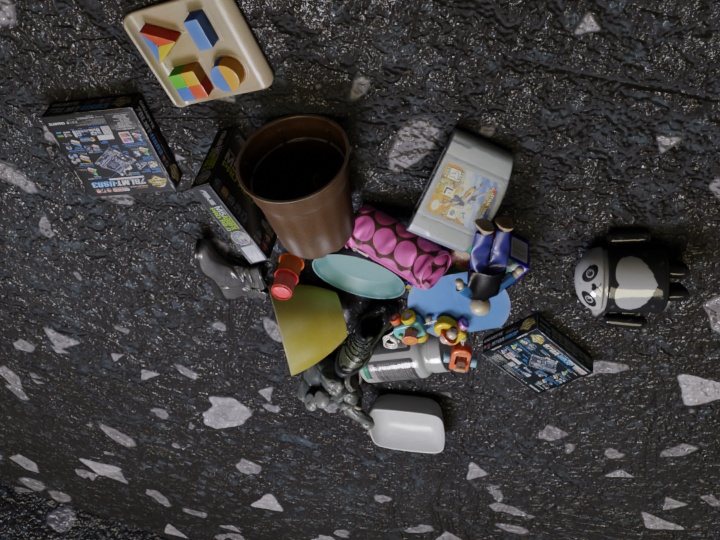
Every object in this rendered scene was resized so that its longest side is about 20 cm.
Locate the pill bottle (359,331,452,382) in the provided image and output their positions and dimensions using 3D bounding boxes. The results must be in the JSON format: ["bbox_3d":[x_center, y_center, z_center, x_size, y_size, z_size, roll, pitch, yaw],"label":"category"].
[{"bbox_3d":[0.101,0.191,1.723,0.198,0.114,0.113,-9,135,25],"label":"pill bottle"}]

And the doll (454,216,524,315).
[{"bbox_3d":[0.233,0.001,1.372,0.135,0.049,0.201,-7,127,-17],"label":"doll"}]

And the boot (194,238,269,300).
[{"bbox_3d":[-0.272,-0.004,1.648,0.130,0.070,0.200,-1,148,12],"label":"boot"}]

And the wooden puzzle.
[{"bbox_3d":[-0.268,-0.356,1.253,0.198,0.047,0.186,-8,135,23],"label":"wooden puzzle"}]

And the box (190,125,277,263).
[{"bbox_3d":[-0.216,-0.138,1.399,0.044,0.161,0.200,-11,134,27],"label":"box"}]

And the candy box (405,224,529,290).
[{"bbox_3d":[0.207,-0.009,1.496,0.168,0.077,0.200,24,140,-13],"label":"candy box"}]

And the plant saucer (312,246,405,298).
[{"bbox_3d":[0.000,0.000,1.560,0.198,0.036,0.200,14,158,6],"label":"plant saucer"}]

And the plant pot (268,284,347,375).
[{"bbox_3d":[-0.109,0.112,1.656,0.141,0.201,0.201,-15,139,-8],"label":"plant pot"}]

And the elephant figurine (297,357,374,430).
[{"bbox_3d":[-0.050,0.292,1.876,0.199,0.156,0.141,17,-175,-44],"label":"elephant figurine"}]

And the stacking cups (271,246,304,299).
[{"bbox_3d":[-0.124,-0.031,1.463,0.060,0.201,0.061,6,138,5],"label":"stacking cups"}]

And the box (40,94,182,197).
[{"bbox_3d":[-0.469,-0.232,1.445,0.198,0.050,0.199,-2,138,17],"label":"box"}]

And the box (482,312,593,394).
[{"bbox_3d":[0.395,0.191,1.695,0.199,0.046,0.159,36,135,-24],"label":"box"}]

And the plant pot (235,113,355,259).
[{"bbox_3d":[-0.098,-0.135,1.357,0.198,0.202,0.199,2,145,13],"label":"plant pot"}]

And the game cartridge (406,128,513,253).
[{"bbox_3d":[0.180,-0.133,1.334,0.132,0.042,0.201,23,113,-6],"label":"game cartridge"}]

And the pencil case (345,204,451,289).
[{"bbox_3d":[0.068,-0.040,1.431,0.199,0.094,0.091,31,165,27],"label":"pencil case"}]

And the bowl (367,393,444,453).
[{"bbox_3d":[0.122,0.390,1.973,0.198,0.075,0.201,3,138,10],"label":"bowl"}]

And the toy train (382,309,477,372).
[{"bbox_3d":[0.144,0.153,1.520,0.198,0.056,0.151,12,133,0],"label":"toy train"}]

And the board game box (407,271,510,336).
[{"bbox_3d":[0.192,0.054,1.486,0.198,0.039,0.159,-11,129,20],"label":"board game box"}]

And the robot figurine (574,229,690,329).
[{"bbox_3d":[0.499,0.017,1.408,0.198,0.151,0.125,1,151,13],"label":"robot figurine"}]

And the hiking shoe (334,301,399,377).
[{"bbox_3d":[-0.001,0.148,1.656,0.076,0.101,0.201,39,99,20],"label":"hiking shoe"}]
